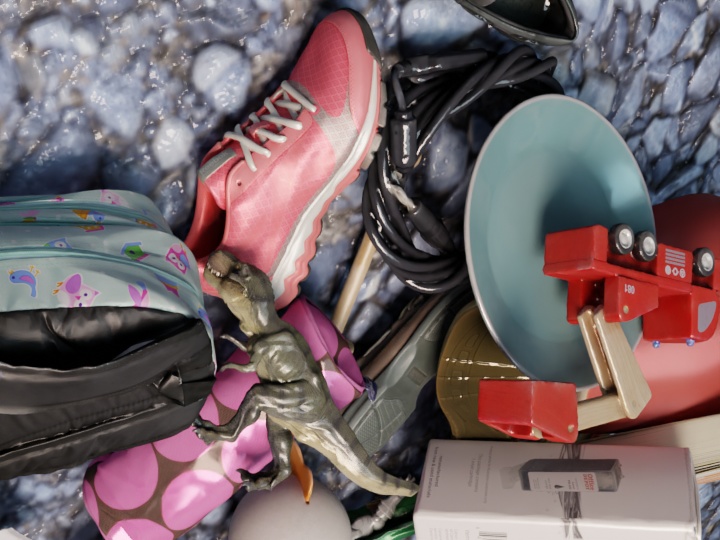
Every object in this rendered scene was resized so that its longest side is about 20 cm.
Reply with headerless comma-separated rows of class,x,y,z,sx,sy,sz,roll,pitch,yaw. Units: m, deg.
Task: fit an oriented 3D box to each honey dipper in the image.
honey dipper,0.000,0.000,0.765,0.038,0.038,0.203,10,109,-42

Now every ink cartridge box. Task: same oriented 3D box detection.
ink cartridge box,0.147,0.207,0.798,0.196,0.085,0.148,1,125,14

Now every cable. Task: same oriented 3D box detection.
cable,0.085,-0.072,0.744,0.198,0.050,0.166,-15,111,-43

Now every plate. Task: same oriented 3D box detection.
plate,0.136,-0.019,0.739,0.198,0.025,0.204,4,83,-39

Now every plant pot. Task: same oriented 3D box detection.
plant pot,0.218,0.046,0.871,0.174,0.201,0.203,-9,125,-21

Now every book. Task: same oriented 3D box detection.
book,0.280,0.145,0.849,0.197,0.049,0.133,-19,158,26

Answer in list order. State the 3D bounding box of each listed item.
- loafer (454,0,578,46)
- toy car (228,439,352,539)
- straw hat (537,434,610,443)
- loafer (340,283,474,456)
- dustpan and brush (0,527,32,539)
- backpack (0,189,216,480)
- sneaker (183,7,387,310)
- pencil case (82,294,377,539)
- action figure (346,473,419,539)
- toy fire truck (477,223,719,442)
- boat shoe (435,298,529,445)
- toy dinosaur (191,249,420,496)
loafer,0.072,-0.198,0.656,0.199,0.070,0.069,26,101,-46
toy car,-0.062,0.228,0.814,0.181,0.176,0.204,9,82,-20
straw hat,0.215,0.197,0.997,0.201,0.084,0.203,-42,151,-30
loafer,0.038,0.051,0.815,0.200,0.063,0.072,-47,142,-7
dustpan and brush,-0.295,0.180,0.625,0.198,0.058,0.140,-26,165,-15
backpack,-0.177,0.034,0.571,0.196,0.128,0.168,-8,145,-21
sneaker,-0.052,-0.065,0.648,0.086,0.074,0.203,9,113,-40
pencil case,-0.089,0.106,0.715,0.199,0.094,0.091,-36,103,2
action figure,0.038,0.201,0.905,0.197,0.056,0.118,-19,172,-10
toy fire truck,0.167,0.045,0.709,0.197,0.048,0.144,12,78,-37
boat shoe,0.097,0.085,0.809,0.072,0.064,0.203,-2,133,11
toy dinosaur,-0.049,0.087,0.646,0.088,0.047,0.201,-36,106,-4
